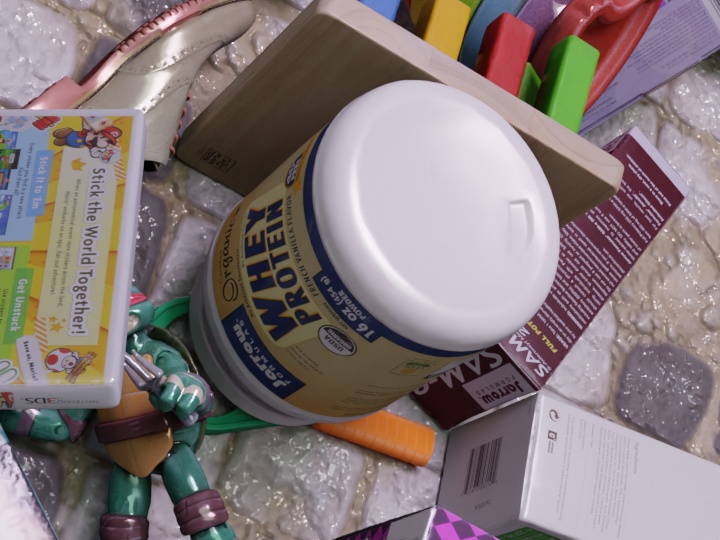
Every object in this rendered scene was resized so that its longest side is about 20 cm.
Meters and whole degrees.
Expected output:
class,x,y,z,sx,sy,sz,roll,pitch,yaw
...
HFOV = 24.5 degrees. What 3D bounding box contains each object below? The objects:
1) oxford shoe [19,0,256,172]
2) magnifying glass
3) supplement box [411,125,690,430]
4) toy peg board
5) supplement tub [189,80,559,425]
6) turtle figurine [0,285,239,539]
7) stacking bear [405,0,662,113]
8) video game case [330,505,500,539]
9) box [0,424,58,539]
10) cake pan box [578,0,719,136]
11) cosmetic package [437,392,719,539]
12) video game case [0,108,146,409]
class,x,y,z,sx,sy,sz,roll,pitch,yaw
oxford shoe,-0.129,-0.097,0.972,0.200,0.071,0.074,-40,98,-24
magnifying glass,-0.044,0.075,0.985,0.199,0.022,0.080,21,62,-21
supplement box,0.115,0.004,1.050,0.061,0.109,0.200,47,55,-8
toy peg board,0.027,-0.096,0.979,0.198,0.200,0.098,29,59,-18
supplement tub,0.000,0.000,0.905,0.143,0.200,0.146,12,64,-26
turtle figurine,-0.121,0.081,0.876,0.100,0.149,0.202,-14,88,-51
stacking bear,0.077,-0.190,1.081,0.200,0.114,0.121,40,37,19
video game case,0.070,0.201,0.907,0.199,0.181,0.036,31,59,-18
box,-0.229,0.095,0.849,0.082,0.049,0.201,-26,86,-34
cake pan box,0.172,-0.213,1.109,0.185,0.199,0.052,58,33,1
cosmetic package,0.157,0.154,1.021,0.199,0.107,0.085,23,62,-20
video game case,-0.203,-0.011,0.827,0.180,0.023,0.201,0,44,-2
